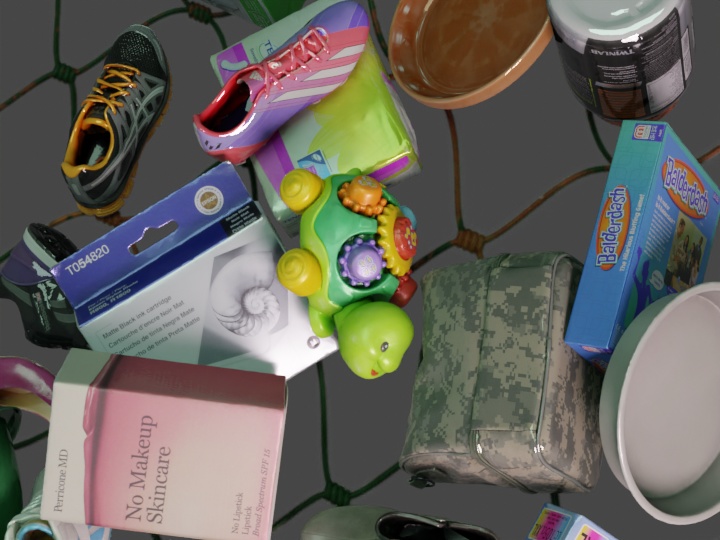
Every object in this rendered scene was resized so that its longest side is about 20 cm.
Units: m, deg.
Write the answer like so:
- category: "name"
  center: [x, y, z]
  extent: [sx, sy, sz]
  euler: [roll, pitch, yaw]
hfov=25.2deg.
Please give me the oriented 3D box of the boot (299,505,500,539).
- category: "boot"
  center: [0.031, 0.224, 1.363]
  extent: [0.199, 0.131, 0.068]
  euler: [6, 70, 17]

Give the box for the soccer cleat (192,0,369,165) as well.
- category: "soccer cleat"
  center: [-0.071, -0.179, 1.486]
  extent: [0.200, 0.076, 0.067]
  euler: [-43, 66, 0]

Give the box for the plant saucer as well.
- category: "plant saucer"
  center: [0.113, -0.241, 1.521]
  extent: [0.199, 0.032, 0.202]
  euler: [-22, 53, 32]

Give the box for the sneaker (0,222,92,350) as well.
- category: "sneaker"
  center: [-0.272, 0.051, 1.548]
  extent: [0.200, 0.076, 0.088]
  euler: [46, 106, 24]

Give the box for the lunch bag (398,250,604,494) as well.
- category: "lunch bag"
  center: [0.118, 0.088, 1.386]
  extent: [0.167, 0.139, 0.201]
  euler: [-4, 67, 31]

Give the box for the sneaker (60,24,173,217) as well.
- category: "sneaker"
  center: [-0.243, -0.156, 1.597]
  extent: [0.078, 0.077, 0.201]
  euler: [6, 72, 18]

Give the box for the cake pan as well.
- category: "cake pan"
  center: [0.269, 0.106, 1.323]
  extent: [0.037, 0.200, 0.201]
  euler: [14, 73, 51]

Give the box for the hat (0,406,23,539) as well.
- category: "hat"
  center: [-0.323, 0.249, 1.456]
  extent: [0.176, 0.200, 0.165]
  euler: [47, 53, 11]

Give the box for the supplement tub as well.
- category: "supplement tub"
  center: [0.233, -0.210, 1.423]
  extent: [0.122, 0.200, 0.123]
  euler: [-4, 70, 12]

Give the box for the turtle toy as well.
- category: "turtle toy"
  center: [0.000, 0.000, 1.434]
  extent: [0.100, 0.146, 0.201]
  euler: [-9, 68, 25]

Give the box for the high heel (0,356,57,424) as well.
- category: "high heel"
  center: [-0.299, 0.141, 1.515]
  extent: [0.198, 0.067, 0.097]
  euler: [11, 63, 4]

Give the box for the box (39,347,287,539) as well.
- category: "box"
  center: [-0.168, 0.152, 1.400]
  extent: [0.198, 0.109, 0.129]
  euler: [7, 102, -4]

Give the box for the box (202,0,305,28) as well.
- category: "box"
  center: [-0.111, -0.367, 1.626]
  extent: [0.176, 0.097, 0.201]
  euler: [27, 81, 19]

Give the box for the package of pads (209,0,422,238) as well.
- category: "package of pads"
  center: [-0.040, -0.154, 1.547]
  extent: [0.154, 0.068, 0.201]
  euler: [-26, 67, 5]

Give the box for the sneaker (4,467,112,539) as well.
- category: "sneaker"
  center: [-0.272, 0.233, 1.436]
  extent: [0.076, 0.081, 0.200]
  euler: [-21, 35, 6]

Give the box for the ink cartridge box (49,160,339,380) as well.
- category: "ink cartridge box"
  center: [-0.149, 0.035, 1.462]
  extent: [0.199, 0.041, 0.201]
  euler: [-32, 101, -3]

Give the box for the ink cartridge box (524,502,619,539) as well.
- category: "ink cartridge box"
  center: [0.165, 0.311, 1.300]
  extent: [0.136, 0.076, 0.201]
  euler: [33, 82, -11]

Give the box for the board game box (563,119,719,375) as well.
- category: "board game box"
  center: [0.245, -0.005, 1.374]
  extent: [0.045, 0.152, 0.201]
  euler: [7, 72, 35]
